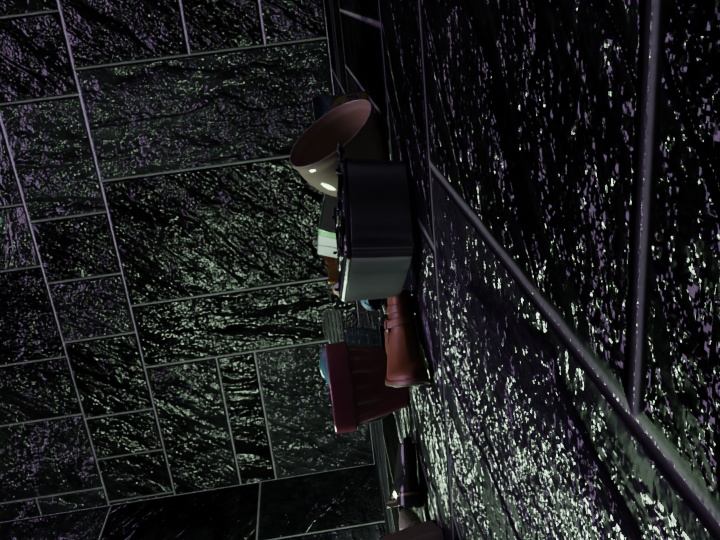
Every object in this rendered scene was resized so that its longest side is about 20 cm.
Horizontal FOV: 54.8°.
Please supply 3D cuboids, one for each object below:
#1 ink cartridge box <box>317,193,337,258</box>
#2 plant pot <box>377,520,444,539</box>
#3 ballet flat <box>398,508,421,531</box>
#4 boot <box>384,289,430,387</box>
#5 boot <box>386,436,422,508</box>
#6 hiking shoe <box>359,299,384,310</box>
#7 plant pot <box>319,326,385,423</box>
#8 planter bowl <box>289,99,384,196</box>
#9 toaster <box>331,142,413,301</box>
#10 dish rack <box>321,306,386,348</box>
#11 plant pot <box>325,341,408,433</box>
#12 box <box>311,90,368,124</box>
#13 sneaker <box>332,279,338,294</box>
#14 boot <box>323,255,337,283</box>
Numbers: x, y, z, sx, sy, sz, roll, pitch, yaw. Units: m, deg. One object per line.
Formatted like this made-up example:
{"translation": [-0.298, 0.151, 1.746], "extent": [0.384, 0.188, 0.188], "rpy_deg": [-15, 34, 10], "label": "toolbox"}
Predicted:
{"translation": [-0.062, -0.133, 1.810], "extent": [0.201, 0.081, 0.150], "rpy_deg": [104, 175, -72], "label": "ink cartridge box"}
{"translation": [0.073, 0.591, 1.289], "extent": [0.200, 0.171, 0.206], "rpy_deg": [94, 169, -76], "label": "plant pot"}
{"translation": [0.130, 0.599, 1.470], "extent": [0.063, 0.066, 0.204], "rpy_deg": [-51, 41, 44], "label": "ballet flat"}
{"translation": [0.072, 0.111, 1.183], "extent": [0.200, 0.071, 0.160], "rpy_deg": [-167, 76, -81], "label": "boot"}
{"translation": [0.101, 0.459, 1.563], "extent": [0.201, 0.075, 0.142], "rpy_deg": [117, 153, -67], "label": "boot"}
{"translation": [0.029, 0.073, 1.871], "extent": [0.201, 0.072, 0.089], "rpy_deg": [88, 174, -63], "label": "hiking shoe"}
{"translation": [0.010, 0.290, 1.852], "extent": [0.189, 0.195, 0.204], "rpy_deg": [-123, 21, -47], "label": "plant pot"}
{"translation": [-0.028, -0.228, 1.409], "extent": [0.136, 0.197, 0.202], "rpy_deg": [51, -165, -31], "label": "planter bowl"}
{"translation": [0.014, -0.073, 1.139], "extent": [0.201, 0.115, 0.186], "rpy_deg": [99, 168, -62], "label": "toaster"}
{"translation": [-0.006, 0.164, 1.748], "extent": [0.055, 0.194, 0.157], "rpy_deg": [-64, -24, -48], "label": "dish rack"}
{"translation": [0.015, 0.260, 1.600], "extent": [0.200, 0.173, 0.207], "rpy_deg": [173, 90, -88], "label": "plant pot"}
{"translation": [-0.036, -0.313, 1.623], "extent": [0.038, 0.132, 0.206], "rpy_deg": [93, 170, -75], "label": "box"}
{"translation": [0.000, 0.000, 1.778], "extent": [0.199, 0.074, 0.090], "rpy_deg": [-34, 48, 43], "label": "sneaker"}
{"translation": [-0.032, -0.049, 1.997], "extent": [0.077, 0.150, 0.205], "rpy_deg": [87, 175, -64], "label": "boot"}
